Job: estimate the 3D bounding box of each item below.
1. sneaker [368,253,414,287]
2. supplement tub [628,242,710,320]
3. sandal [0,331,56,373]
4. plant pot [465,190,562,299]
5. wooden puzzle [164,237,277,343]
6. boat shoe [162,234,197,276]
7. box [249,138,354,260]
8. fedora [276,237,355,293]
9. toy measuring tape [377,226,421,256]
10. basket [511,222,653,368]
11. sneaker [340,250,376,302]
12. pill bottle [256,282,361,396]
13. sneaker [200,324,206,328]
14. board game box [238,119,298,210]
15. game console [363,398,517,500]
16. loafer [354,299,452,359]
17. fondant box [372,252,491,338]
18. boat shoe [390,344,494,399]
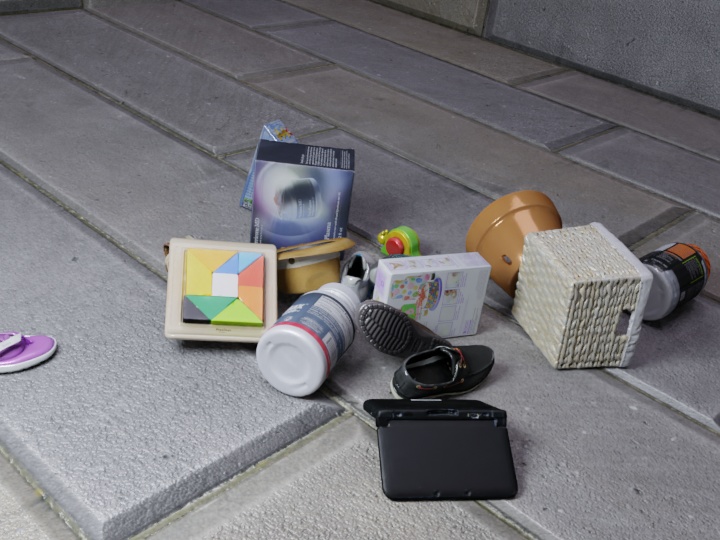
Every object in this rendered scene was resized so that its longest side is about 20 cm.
[{"bbox_3d":[0.065,0.007,1.647,0.079,0.076,0.199,14,8,33],"label":"sneaker"},{"bbox_3d":[0.617,0.016,1.733,0.199,0.124,0.122,-19,39,-41],"label":"supplement tub"},{"bbox_3d":[-0.563,0.118,1.301,0.200,0.050,0.083,-7,32,-26],"label":"sandal"},{"bbox_3d":[0.323,-0.036,1.686,0.198,0.202,0.141,-4,43,-22],"label":"plant pot"},{"bbox_3d":[-0.228,0.028,1.434,0.183,0.037,0.202,4,56,-13],"label":"wooden puzzle"},{"bbox_3d":[-0.320,-0.003,1.571,0.071,0.077,0.200,-7,23,-19],"label":"boat shoe"},{"bbox_3d":[-0.119,-0.141,1.733,0.196,0.202,0.124,6,29,-3],"label":"box"},{"bbox_3d":[-0.100,-0.005,1.585,0.198,0.083,0.201,-12,7,1],"label":"fedora"},{"bbox_3d":[0.114,-0.040,1.751,0.199,0.074,0.073,28,34,31],"label":"toy measuring tape"},{"bbox_3d":[0.391,0.048,1.542,0.159,0.200,0.201,-6,32,-16],"label":"basket"},{"bbox_3d":[0.000,0.000,1.632,0.074,0.088,0.201,8,28,2],"label":"sneaker"},{"bbox_3d":[-0.074,0.102,1.392,0.118,0.121,0.200,17,29,15],"label":"pill bottle"},{"bbox_3d":[-0.225,0.064,1.485,0.199,0.077,0.091,-26,53,-36],"label":"sneaker"},{"bbox_3d":[-0.158,-0.206,1.837,0.198,0.202,0.062,21,30,23],"label":"board game box"},{"bbox_3d":[0.112,0.258,1.271,0.197,0.118,0.176,3,-1,-12],"label":"game console"},{"bbox_3d":[0.063,0.107,1.434,0.199,0.073,0.071,33,2,-29],"label":"loafer"},{"bbox_3d":[0.121,0.048,1.515,0.198,0.146,0.058,-5,32,-24],"label":"fondant box"},{"bbox_3d":[0.143,0.159,1.392,0.199,0.063,0.074,-11,59,-30],"label":"boat shoe"}]
